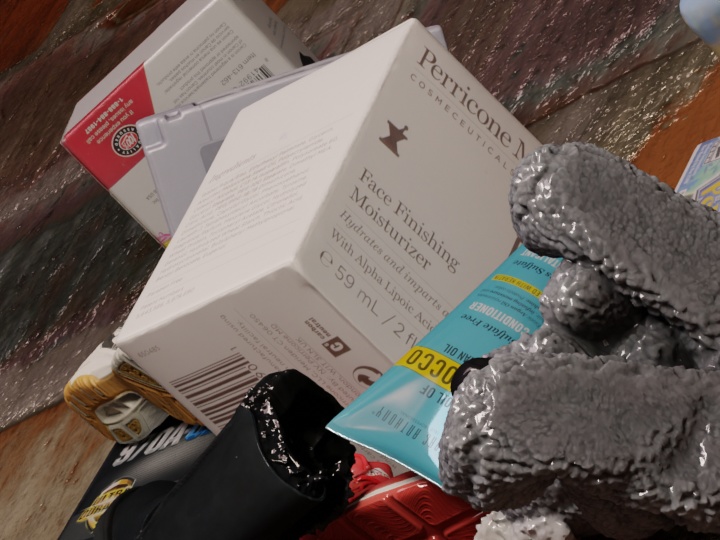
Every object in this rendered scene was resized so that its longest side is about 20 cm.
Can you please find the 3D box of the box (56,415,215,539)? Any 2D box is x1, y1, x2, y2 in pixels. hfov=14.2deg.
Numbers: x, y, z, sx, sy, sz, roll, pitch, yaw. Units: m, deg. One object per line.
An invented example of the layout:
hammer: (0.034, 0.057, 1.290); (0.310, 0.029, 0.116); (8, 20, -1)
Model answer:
box: (-0.092, 0.116, 1.781); (0.200, 0.046, 0.159); (-21, 32, 49)

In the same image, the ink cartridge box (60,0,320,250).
ink cartridge box: (-0.070, -0.069, 1.857); (0.146, 0.200, 0.083); (-41, 14, 13)

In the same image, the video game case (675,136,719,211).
video game case: (0.202, -0.009, 1.471); (0.182, 0.022, 0.200); (-19, 34, 51)

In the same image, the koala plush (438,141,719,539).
koala plush: (0.113, 0.071, 1.353); (0.200, 0.183, 0.178); (128, 161, -61)

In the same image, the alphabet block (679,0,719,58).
alphabet block: (0.291, -0.140, 1.287); (0.195, 0.200, 0.197); (-24, 30, 44)

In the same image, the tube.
tube: (0.072, 0.036, 1.483); (0.077, 0.051, 0.200); (23, 51, 29)

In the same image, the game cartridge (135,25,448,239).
game cartridge: (-0.026, -0.059, 1.790); (0.199, 0.134, 0.040); (-17, 7, -3)

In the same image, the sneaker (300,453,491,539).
sneaker: (0.013, 0.122, 1.525); (0.200, 0.078, 0.116); (-30, 27, 34)

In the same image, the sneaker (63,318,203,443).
sneaker: (-0.112, 0.046, 1.775); (0.200, 0.076, 0.088); (-13, 38, 56)

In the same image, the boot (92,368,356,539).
boot: (-0.068, 0.120, 1.511); (0.168, 0.076, 0.200); (-47, 8, 17)

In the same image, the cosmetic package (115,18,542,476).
cosmetic package: (0.000, 0.000, 1.646); (0.165, 0.165, 0.201); (-24, 31, 45)
